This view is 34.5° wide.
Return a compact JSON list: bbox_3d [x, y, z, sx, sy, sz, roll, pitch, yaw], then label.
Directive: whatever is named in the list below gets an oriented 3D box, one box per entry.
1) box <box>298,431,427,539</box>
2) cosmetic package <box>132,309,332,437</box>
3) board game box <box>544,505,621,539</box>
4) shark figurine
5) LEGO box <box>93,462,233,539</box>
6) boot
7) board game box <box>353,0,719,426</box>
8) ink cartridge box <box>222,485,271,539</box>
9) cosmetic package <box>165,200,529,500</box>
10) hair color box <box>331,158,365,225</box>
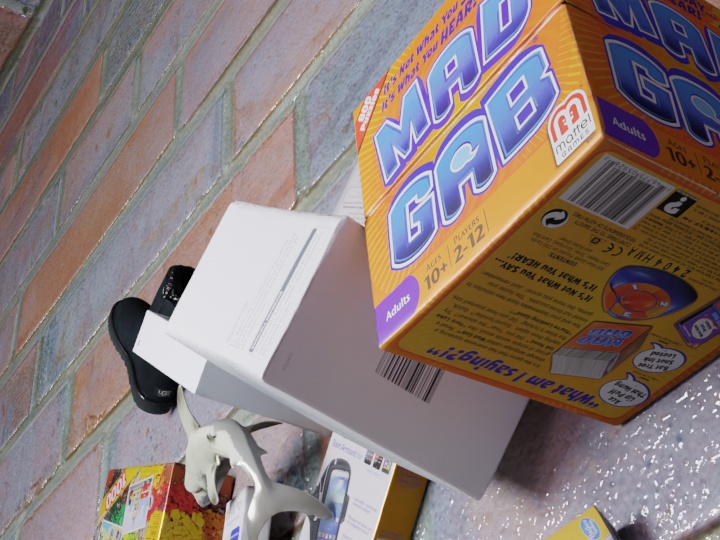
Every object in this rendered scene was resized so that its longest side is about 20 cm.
[{"bbox_3d":[0.002,0.200,0.981,0.119,0.041,0.203,12,82,62],"label":"box"},{"bbox_3d":[-0.125,0.099,1.149,0.199,0.149,0.052,16,87,61],"label":"cosmetic package"},{"bbox_3d":[0.129,0.252,0.670,0.134,0.034,0.201,-37,37,9],"label":"board game box"},{"bbox_3d":[-0.101,0.163,1.055,0.214,0.088,0.130,-2,99,62],"label":"shark figurine"},{"bbox_3d":[-0.228,0.299,1.289,0.199,0.076,0.151,-20,56,56],"label":"LEGO box"},{"bbox_3d":[-0.248,0.056,1.469,0.169,0.075,0.201,-59,37,28],"label":"boot"},{"bbox_3d":[0.135,-0.058,0.725,0.200,0.198,0.202,-45,38,38],"label":"board game box"},{"bbox_3d":[-0.118,0.315,1.106,0.095,0.037,0.203,131,150,-63],"label":"ink cartridge box"},{"bbox_3d":[-0.009,0.054,0.854,0.124,0.198,0.199,-61,27,-7],"label":"cosmetic package"},{"bbox_3d":[0.000,0.000,1.047,0.099,0.060,0.202,8,70,62],"label":"hair color box"}]
